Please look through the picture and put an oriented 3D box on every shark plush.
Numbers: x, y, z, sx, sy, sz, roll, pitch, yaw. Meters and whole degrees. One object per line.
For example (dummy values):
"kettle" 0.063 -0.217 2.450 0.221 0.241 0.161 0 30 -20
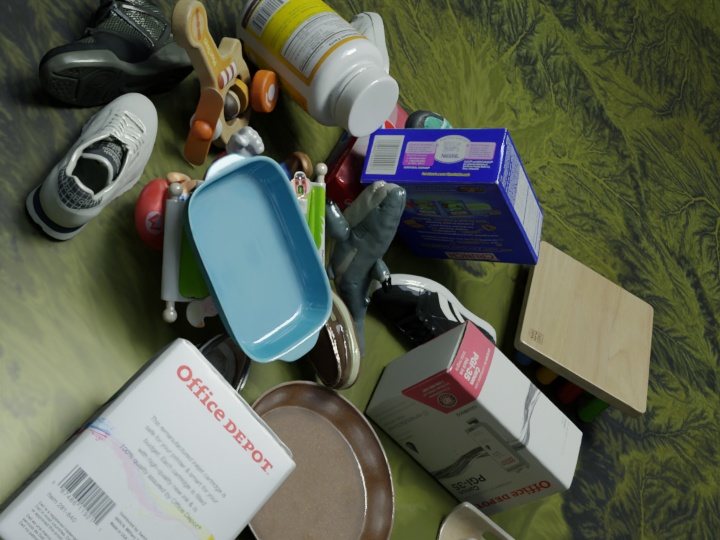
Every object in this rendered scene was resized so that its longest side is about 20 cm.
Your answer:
"shark plush" 0.000 0.000 1.009 0.090 0.082 0.204 0 106 -55

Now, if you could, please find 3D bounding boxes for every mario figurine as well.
"mario figurine" -0.128 -0.064 0.928 0.197 0.107 0.124 -15 58 -32

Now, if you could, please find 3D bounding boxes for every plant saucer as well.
"plant saucer" -0.049 0.211 0.920 0.198 0.034 0.203 25 49 -32

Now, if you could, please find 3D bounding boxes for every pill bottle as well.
"pill bottle" -0.048 -0.243 1.071 0.108 0.110 0.200 -14 51 -47

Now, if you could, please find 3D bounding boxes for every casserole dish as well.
"casserole dish" -0.099 -0.010 0.870 0.120 0.038 0.203 -33 109 -35

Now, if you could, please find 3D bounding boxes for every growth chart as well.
"growth chart" -0.109 -0.025 0.905 0.198 0.018 0.148 -10 100 -39

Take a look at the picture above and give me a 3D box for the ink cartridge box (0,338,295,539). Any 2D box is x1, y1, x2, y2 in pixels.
"ink cartridge box" -0.172 0.177 0.739 0.145 0.084 0.200 48 62 -9

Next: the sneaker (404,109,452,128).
"sneaker" 0.086 -0.148 1.205 0.075 0.087 0.200 -61 145 -8

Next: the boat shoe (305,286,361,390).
"boat shoe" -0.067 0.038 0.985 0.074 0.075 0.204 0 53 -40

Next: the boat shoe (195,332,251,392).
"boat shoe" -0.158 0.134 0.841 0.074 0.060 0.201 47 42 -13

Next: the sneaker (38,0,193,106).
"sneaker" -0.267 -0.238 0.958 0.115 0.076 0.199 57 38 3

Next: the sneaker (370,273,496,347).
"sneaker" 0.094 0.089 1.104 0.198 0.073 0.113 29 47 -31

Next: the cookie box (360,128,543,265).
"cookie box" 0.114 -0.085 1.101 0.200 0.168 0.076 50 50 -56

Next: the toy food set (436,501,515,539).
"toy food set" 0.136 0.370 0.982 0.143 0.060 0.202 40 44 -18

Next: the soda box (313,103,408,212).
"soda box" 0.002 -0.137 1.158 0.063 0.070 0.201 44 43 -18

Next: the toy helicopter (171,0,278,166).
"toy helicopter" -0.160 -0.200 0.980 0.201 0.078 0.134 69 36 -61

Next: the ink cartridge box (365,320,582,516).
"ink cartridge box" 0.128 0.171 1.032 0.200 0.146 0.083 44 44 -14

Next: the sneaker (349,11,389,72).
"sneaker" -0.030 -0.298 1.222 0.113 0.075 0.201 8 33 -12

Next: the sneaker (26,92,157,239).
"sneaker" -0.241 -0.114 0.900 0.076 0.080 0.202 38 43 -18

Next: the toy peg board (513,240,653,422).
"toy peg board" 0.296 0.099 1.300 0.197 0.098 0.202 29 46 -7
